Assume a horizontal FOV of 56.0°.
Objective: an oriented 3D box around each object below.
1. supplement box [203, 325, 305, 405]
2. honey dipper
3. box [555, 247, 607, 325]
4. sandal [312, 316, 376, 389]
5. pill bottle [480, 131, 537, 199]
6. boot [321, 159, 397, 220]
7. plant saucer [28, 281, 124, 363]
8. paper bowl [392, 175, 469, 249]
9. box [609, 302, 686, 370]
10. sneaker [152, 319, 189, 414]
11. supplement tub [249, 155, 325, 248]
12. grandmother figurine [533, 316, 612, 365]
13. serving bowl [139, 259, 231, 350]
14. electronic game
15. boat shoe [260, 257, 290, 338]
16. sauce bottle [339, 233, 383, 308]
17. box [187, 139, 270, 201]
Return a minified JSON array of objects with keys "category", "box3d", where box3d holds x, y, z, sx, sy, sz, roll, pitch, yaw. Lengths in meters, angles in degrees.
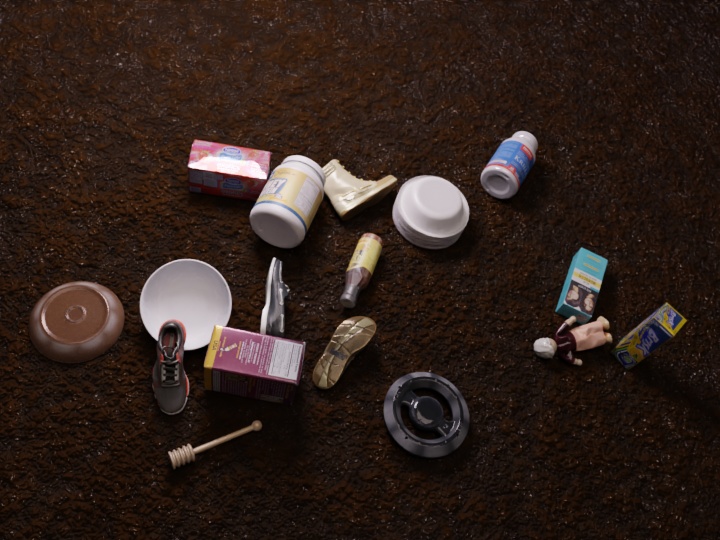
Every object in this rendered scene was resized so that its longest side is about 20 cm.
[{"category":"supplement box","box3d":[-0.228,0.205,1.452,0.198,0.131,0.104,12,57,-6]},{"category":"honey dipper","box3d":[-0.297,0.354,1.402,0.199,0.038,0.038,-19,65,-24]},{"category":"box","box3d":[0.584,0.040,1.783,0.082,0.049,0.201,26,57,4]},{"category":"sandal","box3d":[-0.040,0.188,1.556,0.080,0.054,0.201,31,72,14]},{"category":"pill bottle","box3d":[0.430,-0.306,1.923,0.112,0.113,0.201,31,58,7]},{"category":"boot","box3d":[-0.015,-0.238,1.807,0.199,0.073,0.156,-33,73,-22]},{"category":"plant saucer","box3d":[-0.624,0.103,1.484,0.198,0.037,0.202,6,57,-9]},{"category":"paper bowl","box3d":[0.191,-0.165,1.790,0.199,0.105,0.202,6,57,-10]},{"category":"box","box3d":[0.695,0.163,1.642,0.070,0.200,0.064,-36,72,-29]},{"category":"sneaker","box3d":[-0.403,0.201,1.419,0.076,0.082,0.202,-4,82,-10]},{"category":"supplement tub","box3d":[-0.176,-0.173,1.687,0.144,0.145,0.201,21,56,1]},{"category":"grandmother figurine","box3d":[0.523,0.177,1.678,0.198,0.061,0.122,-11,80,-13]},{"category":"serving bowl","box3d":[-0.388,0.079,1.517,0.198,0.066,0.202,1,81,-9]},{"category":"electronic game","box3d":[0.148,0.321,1.517,0.198,0.042,0.202,5,57,-8]},{"category":"boat shoe","box3d":[-0.195,0.067,1.583,0.060,0.076,0.202,7,70,-7]},{"category":"sauce bottle","box3d":[0.000,0.000,1.667,0.065,0.066,0.201,21,55,1]},{"category":"box","box3d":[-0.334,-0.253,1.728,0.198,0.100,0.096,8,58,-7]}]
